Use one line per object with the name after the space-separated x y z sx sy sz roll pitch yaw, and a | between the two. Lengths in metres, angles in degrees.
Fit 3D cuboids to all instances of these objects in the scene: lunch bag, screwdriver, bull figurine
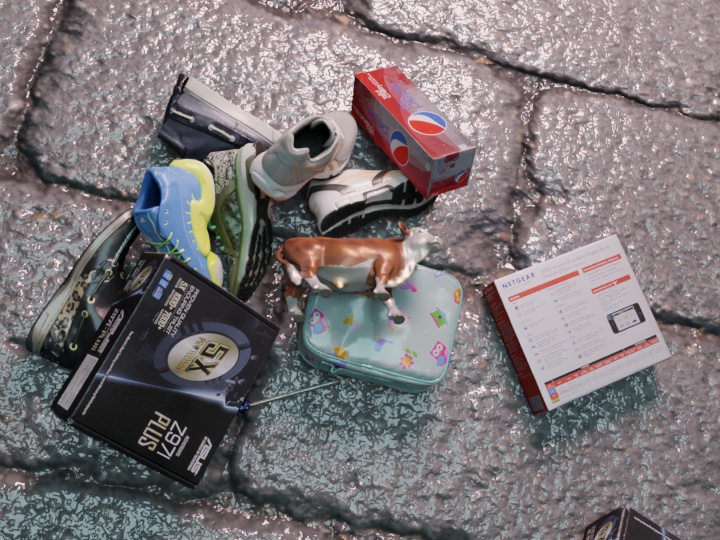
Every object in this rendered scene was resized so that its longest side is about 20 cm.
0.019 0.063 1.031 0.197 0.077 0.163 16 74 -7 | lunch bag
-0.119 0.155 1.000 0.197 0.028 0.030 -18 108 -12 | screwdriver
0.000 0.000 0.959 0.197 0.066 0.122 -2 41 -1 | bull figurine

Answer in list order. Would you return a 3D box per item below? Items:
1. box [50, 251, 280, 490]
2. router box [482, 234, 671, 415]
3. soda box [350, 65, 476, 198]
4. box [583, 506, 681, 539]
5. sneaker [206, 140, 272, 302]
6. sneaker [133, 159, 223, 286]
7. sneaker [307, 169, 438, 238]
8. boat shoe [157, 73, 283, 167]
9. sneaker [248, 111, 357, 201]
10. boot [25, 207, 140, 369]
-0.210 0.107 0.906 0.163 0.086 0.202 37 72 -29 | box
0.288 0.070 1.099 0.197 0.049 0.182 -19 79 -16 | router box
0.063 -0.183 1.065 0.069 0.064 0.201 -18 49 -23 | soda box
0.353 0.407 0.968 0.198 0.086 0.165 32 50 -2 | box
-0.160 -0.060 1.030 0.087 0.077 0.204 4 91 18 | sneaker
-0.224 -0.031 0.976 0.104 0.075 0.203 -3 88 -52 | sneaker
0.021 -0.108 1.080 0.198 0.074 0.080 -16 49 -26 | sneaker
-0.166 -0.162 1.065 0.198 0.075 0.093 31 94 -8 | boat shoe
-0.046 -0.156 1.004 0.076 0.092 0.200 47 41 -3 | sneaker
-0.275 0.046 0.979 0.153 0.073 0.205 34 76 -4 | boot
